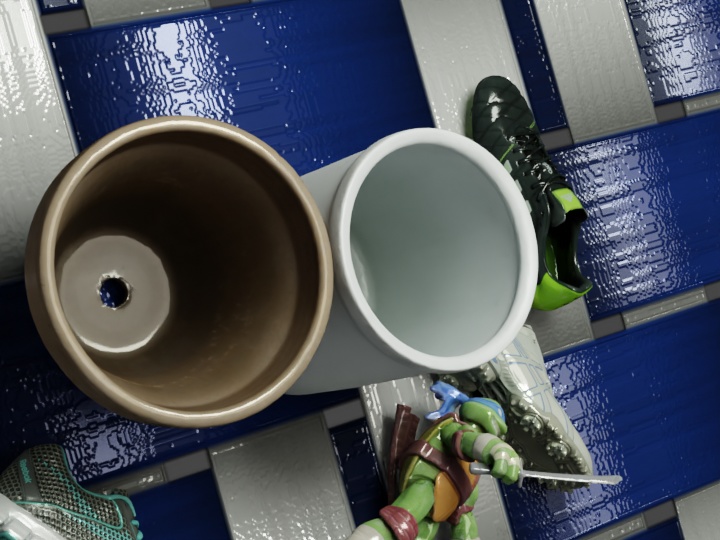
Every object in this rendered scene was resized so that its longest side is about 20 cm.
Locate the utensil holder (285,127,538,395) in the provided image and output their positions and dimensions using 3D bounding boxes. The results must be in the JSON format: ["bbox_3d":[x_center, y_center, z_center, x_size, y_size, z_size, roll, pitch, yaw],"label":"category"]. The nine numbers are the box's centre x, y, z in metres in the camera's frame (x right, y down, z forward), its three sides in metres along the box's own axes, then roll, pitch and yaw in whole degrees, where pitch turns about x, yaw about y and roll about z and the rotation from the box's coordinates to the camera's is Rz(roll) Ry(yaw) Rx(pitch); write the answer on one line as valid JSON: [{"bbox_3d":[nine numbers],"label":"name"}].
[{"bbox_3d":[0.000,0.000,1.368,0.170,0.200,0.170,7,77,-34],"label":"utensil holder"}]

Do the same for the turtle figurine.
[{"bbox_3d":[0.082,0.193,1.417,0.194,0.144,0.200,-43,93,-25],"label":"turtle figurine"}]

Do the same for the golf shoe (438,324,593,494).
[{"bbox_3d":[0.131,0.088,1.523,0.200,0.078,0.097,50,50,-18],"label":"golf shoe"}]

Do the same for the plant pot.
[{"bbox_3d":[-0.140,0.008,1.273,0.200,0.175,0.201,3,83,-24],"label":"plant pot"}]

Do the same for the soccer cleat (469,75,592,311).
[{"bbox_3d":[0.144,-0.067,1.557,0.067,0.081,0.201,-13,88,-36],"label":"soccer cleat"}]

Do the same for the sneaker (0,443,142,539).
[{"bbox_3d":[-0.171,0.193,1.288,0.200,0.078,0.091,45,55,-21],"label":"sneaker"}]
